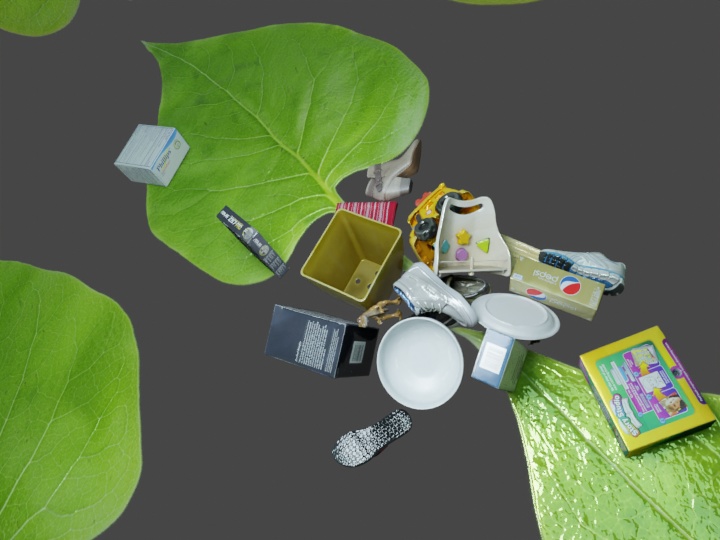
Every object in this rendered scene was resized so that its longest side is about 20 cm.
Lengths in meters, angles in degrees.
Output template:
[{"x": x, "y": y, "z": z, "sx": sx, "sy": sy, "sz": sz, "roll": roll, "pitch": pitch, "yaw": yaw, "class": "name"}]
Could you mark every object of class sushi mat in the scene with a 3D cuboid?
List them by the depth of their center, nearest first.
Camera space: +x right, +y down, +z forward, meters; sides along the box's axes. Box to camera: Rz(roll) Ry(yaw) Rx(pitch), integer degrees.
[{"x": 0.369, "y": -0.034, "z": 1.314, "sx": 0.197, "sy": 0.012, "sz": 0.097, "roll": 28, "pitch": 73, "yaw": 31, "class": "sushi mat"}]

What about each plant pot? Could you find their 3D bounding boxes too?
[{"x": 0.000, "y": 0.000, "z": 1.339, "sx": 0.196, "sy": 0.177, "sz": 0.203, "roll": 21, "pitch": 70, "yaw": 29, "class": "plant pot"}]

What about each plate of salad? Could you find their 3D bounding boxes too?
[{"x": 0.342, "y": 0.107, "z": 1.182, "sx": 0.192, "sy": 0.050, "sz": 0.201, "roll": 4, "pitch": 26, "yaw": -2, "class": "plate of salad"}]

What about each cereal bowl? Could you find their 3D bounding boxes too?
[{"x": 0.139, "y": 0.205, "z": 1.203, "sx": 0.193, "sy": 0.083, "sz": 0.208, "roll": 0, "pitch": 90, "yaw": 15, "class": "cereal bowl"}]

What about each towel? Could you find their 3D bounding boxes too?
[{"x": 0.006, "y": -0.135, "z": 1.508, "sx": 0.193, "sy": 0.023, "sz": 0.149, "roll": 2, "pitch": 62, "yaw": 22, "class": "towel"}]

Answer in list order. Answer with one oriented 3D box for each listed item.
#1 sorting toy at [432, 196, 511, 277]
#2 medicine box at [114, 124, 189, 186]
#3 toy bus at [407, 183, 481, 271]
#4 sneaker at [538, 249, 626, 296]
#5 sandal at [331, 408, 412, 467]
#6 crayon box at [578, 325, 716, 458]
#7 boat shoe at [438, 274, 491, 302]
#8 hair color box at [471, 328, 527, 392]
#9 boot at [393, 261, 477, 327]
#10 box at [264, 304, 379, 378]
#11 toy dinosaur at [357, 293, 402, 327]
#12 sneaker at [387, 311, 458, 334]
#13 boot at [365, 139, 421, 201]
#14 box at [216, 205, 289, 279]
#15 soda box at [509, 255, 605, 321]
[{"x": 0.252, "y": -0.081, "z": 1.260, "sx": 0.193, "sy": 0.107, "sz": 0.187, "roll": -2, "pitch": 101, "yaw": -13, "class": "sorting toy"}, {"x": -0.751, "y": -0.416, "z": 1.914, "sx": 0.194, "sy": 0.104, "sz": 0.187, "roll": 12, "pitch": 66, "yaw": 26, "class": "medicine box"}, {"x": 0.189, "y": -0.125, "z": 1.374, "sx": 0.199, "sy": 0.136, "sz": 0.192, "roll": -43, "pitch": 38, "yaw": -4, "class": "toy bus"}, {"x": 0.511, "y": -0.012, "z": 1.221, "sx": 0.196, "sy": 0.076, "sz": 0.087, "roll": 23, "pitch": 53, "yaw": 25, "class": "sneaker"}, {"x": 0.029, "y": 0.383, "z": 1.196, "sx": 0.195, "sy": 0.046, "sz": 0.076, "roll": -25, "pitch": 60, "yaw": -12, "class": "sandal"}, {"x": 0.561, "y": 0.239, "z": 1.056, "sx": 0.168, "sy": 0.059, "sz": 0.205, "roll": -23, "pitch": 56, "yaw": 9, "class": "crayon box"}, {"x": 0.219, "y": 0.040, "z": 1.298, "sx": 0.193, "sy": 0.065, "sz": 0.075, "roll": -6, "pitch": 60, "yaw": 19, "class": "boat shoe"}, {"x": 0.290, "y": 0.189, "z": 1.092, "sx": 0.059, "sy": 0.199, "sz": 0.103, "roll": 19, "pitch": 85, "yaw": 28, "class": "hair color box"}, {"x": 0.160, "y": 0.075, "z": 1.175, "sx": 0.095, "sy": 0.074, "sz": 0.199, "roll": -37, "pitch": 59, "yaw": -17, "class": "boot"}, {"x": -0.087, "y": 0.168, "z": 1.250, "sx": 0.193, "sy": 0.199, "sz": 0.128, "roll": 13, "pitch": 87, "yaw": 27, "class": "box"}, {"x": 0.050, "y": 0.092, "z": 1.243, "sx": 0.103, "sy": 0.199, "sz": 0.063, "roll": -12, "pitch": 86, "yaw": 22, "class": "toy dinosaur"}, {"x": 0.140, "y": 0.111, "z": 1.260, "sx": 0.195, "sy": 0.113, "sz": 0.075, "roll": -24, "pitch": 54, "yaw": 6, "class": "sneaker"}, {"x": 0.092, "y": -0.294, "z": 1.539, "sx": 0.142, "sy": 0.071, "sz": 0.205, "roll": 5, "pitch": 63, "yaw": 26, "class": "boot"}, {"x": -0.299, "y": -0.077, "z": 1.485, "sx": 0.049, "sy": 0.201, "sz": 0.160, "roll": -45, "pitch": 55, "yaw": -8, "class": "box"}, {"x": 0.441, "y": 0.039, "z": 1.200, "sx": 0.195, "sy": 0.068, "sz": 0.065, "roll": 23, "pitch": 70, "yaw": 23, "class": "soda box"}]
